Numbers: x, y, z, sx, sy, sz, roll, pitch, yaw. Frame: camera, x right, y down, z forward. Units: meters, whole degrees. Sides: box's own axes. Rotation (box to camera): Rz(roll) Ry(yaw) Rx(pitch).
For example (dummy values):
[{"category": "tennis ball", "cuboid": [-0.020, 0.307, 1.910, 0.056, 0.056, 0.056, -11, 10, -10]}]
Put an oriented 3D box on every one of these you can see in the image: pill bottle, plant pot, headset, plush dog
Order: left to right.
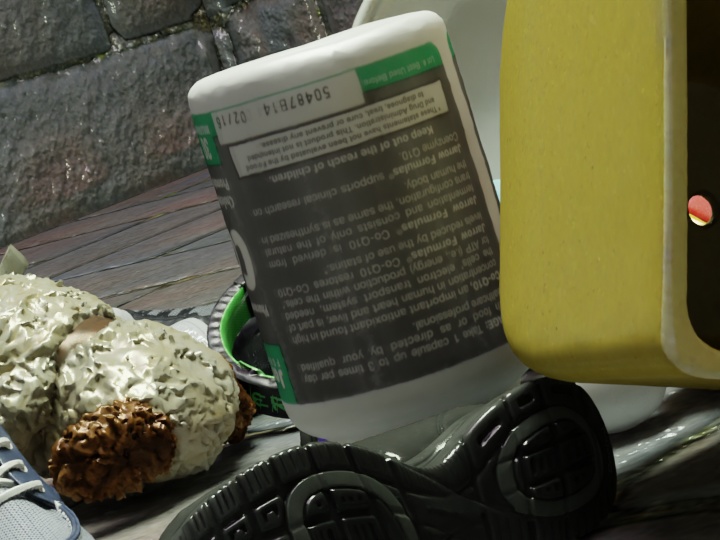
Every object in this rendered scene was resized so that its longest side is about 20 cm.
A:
[{"category": "plush dog", "cuboid": [-0.143, 0.062, 1.312, 0.171, 0.161, 0.200, 11, 17, 22]}, {"category": "headset", "cuboid": [0.000, 0.000, 1.405, 0.123, 0.094, 0.200, 23, 50, 38]}, {"category": "pill bottle", "cuboid": [0.009, 0.001, 1.049, 0.113, 0.201, 0.113, -17, 6, 2]}, {"category": "plant pot", "cuboid": [0.145, -0.043, 0.937, 0.193, 0.197, 0.200, 5, -10, -24]}]

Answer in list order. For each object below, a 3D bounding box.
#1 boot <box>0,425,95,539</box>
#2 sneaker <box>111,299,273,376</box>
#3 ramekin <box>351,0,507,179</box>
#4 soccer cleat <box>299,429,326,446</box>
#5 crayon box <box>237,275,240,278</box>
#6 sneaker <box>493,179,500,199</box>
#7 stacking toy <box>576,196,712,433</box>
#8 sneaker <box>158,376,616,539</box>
[{"category": "boot", "cuboid": [-0.173, 0.107, 1.142, 0.073, 0.091, 0.200, -21, 7, -24]}, {"category": "sneaker", "cuboid": [-0.095, 0.048, 1.520, 0.113, 0.076, 0.200, -21, 13, -30]}, {"category": "ramekin", "cuboid": [0.097, -0.110, 1.513, 0.199, 0.201, 0.105, -16, -5, 13]}, {"category": "soccer cleat", "cuboid": [0.026, 0.053, 1.197, 0.073, 0.069, 0.200, -4, 11, 20]}, {"category": "crayon box", "cuboid": [0.050, -0.009, 1.653, 0.200, 0.059, 0.172, -23, 8, -39]}, {"category": "sneaker", "cuboid": [0.060, -0.011, 1.210, 0.199, 0.074, 0.082, 6, 13, -5]}, {"category": "stacking toy", "cuboid": [0.158, 0.004, 1.113, 0.200, 0.146, 0.146, -39, 14, -19]}, {"category": "sneaker", "cuboid": [0.002, 0.095, 0.919, 0.199, 0.076, 0.091, -11, -5, -39]}]
